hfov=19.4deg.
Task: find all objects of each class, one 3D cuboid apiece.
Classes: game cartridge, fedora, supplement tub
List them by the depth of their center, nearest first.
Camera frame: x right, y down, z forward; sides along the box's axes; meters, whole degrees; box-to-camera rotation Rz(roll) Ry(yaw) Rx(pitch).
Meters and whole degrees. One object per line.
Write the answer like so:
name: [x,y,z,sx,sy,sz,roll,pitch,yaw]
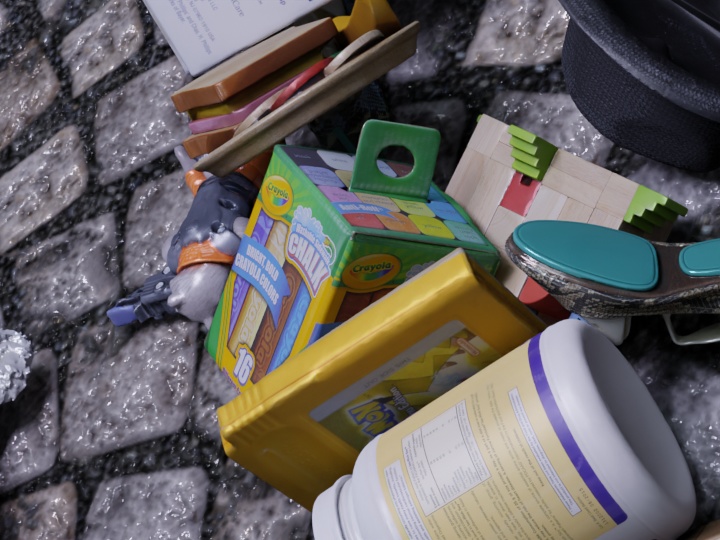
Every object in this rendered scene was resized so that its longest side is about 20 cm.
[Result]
supplement tub: [0.085,0.138,1.271,0.199,0.145,0.146,-33,48,18]
game cartridge: [0.030,0.086,1.324,0.199,0.176,0.033,-35,48,15]
fedora: [0.199,-0.133,1.374,0.092,0.199,0.202,-65,34,38]

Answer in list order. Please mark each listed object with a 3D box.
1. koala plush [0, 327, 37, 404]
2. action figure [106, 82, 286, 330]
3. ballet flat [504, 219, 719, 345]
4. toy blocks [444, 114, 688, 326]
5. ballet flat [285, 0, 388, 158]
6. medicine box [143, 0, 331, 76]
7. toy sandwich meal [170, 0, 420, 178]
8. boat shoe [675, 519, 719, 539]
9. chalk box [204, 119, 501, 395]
koala plush: [-0.340,0.134,1.613,0.177,0.184,0.201,-27,28,36]
action figure: [-0.124,-0.035,1.571,0.199,0.105,0.195,-21,43,23]
ballet flat: [0.187,0.013,1.287,0.198,0.076,0.068,1,35,5]
toy blocks: [0.115,-0.011,1.391,0.199,0.100,0.138,29,94,44]
ballet flat: [-0.024,-0.166,1.596,0.074,0.074,0.201,-33,48,16]
medicine box: [-0.057,-0.257,1.589,0.199,0.103,0.182,-26,17,16]
toy sandwich meal: [-0.048,-0.135,1.450,0.204,0.071,0.205,-33,4,3]
boat shoe: [0.167,0.208,1.230,0.199,0.072,0.065,-34,84,10]
chalk box: [0.000,0.000,1.380,0.124,0.124,0.201,49,125,48]
